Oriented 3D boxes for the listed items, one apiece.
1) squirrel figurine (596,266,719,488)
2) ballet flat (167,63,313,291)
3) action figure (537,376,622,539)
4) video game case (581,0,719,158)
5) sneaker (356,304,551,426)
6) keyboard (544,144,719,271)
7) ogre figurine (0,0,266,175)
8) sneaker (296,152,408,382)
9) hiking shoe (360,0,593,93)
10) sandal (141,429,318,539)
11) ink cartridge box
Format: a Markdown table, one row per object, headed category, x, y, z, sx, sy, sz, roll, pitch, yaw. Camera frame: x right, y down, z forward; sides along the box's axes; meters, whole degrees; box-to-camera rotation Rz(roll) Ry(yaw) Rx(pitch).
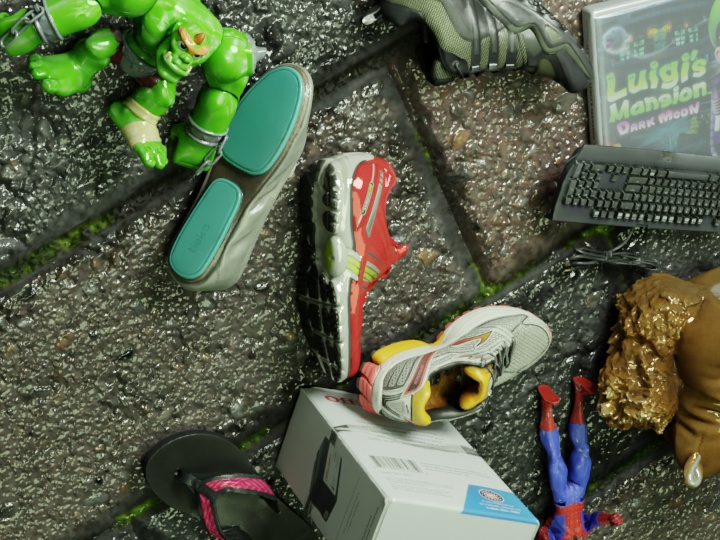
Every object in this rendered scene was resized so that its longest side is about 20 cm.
| category | x | y | z | sx | sy | sz | roll | pitch | yaw |
| --- | --- | --- | --- | --- | --- | --- | --- | --- | --- |
| squirrel figurine | 0.306 | 0.102 | 1.538 | 0.200 | 0.142 | 0.187 | 6 | 119 | -12 |
| ballet flat | -0.088 | -0.073 | 1.325 | 0.200 | 0.067 | 0.064 | -60 | 151 | 9 |
| action figure | 0.204 | 0.211 | 1.542 | 0.065 | 0.099 | 0.200 | -11 | 117 | -18 |
| video game case | 0.292 | -0.165 | 1.468 | 0.200 | 0.023 | 0.182 | -16 | 116 | -17 |
| sneaker | 0.095 | 0.091 | 1.437 | 0.200 | 0.082 | 0.078 | -22 | 121 | -35 |
| keyboard | 0.251 | -0.048 | 1.479 | 0.200 | 0.021 | 0.127 | 3 | 121 | -29 |
| ogre figurine | -0.161 | -0.161 | 1.236 | 0.200 | 0.098 | 0.120 | 40 | 110 | -16 |
| sneaker | 0.000 | 0.000 | 1.380 | 0.085 | 0.077 | 0.200 | -8 | 115 | -28 |
| hiking shoe | 0.096 | -0.188 | 1.353 | 0.200 | 0.076 | 0.101 | 31 | 105 | -21 |
| sandal | -0.104 | 0.204 | 1.431 | 0.075 | 0.045 | 0.200 | -47 | 121 | 0 |
| ink cartridge box | 0.034 | 0.186 | 1.395 | 0.145 | 0.200 | 0.084 | 12 | 107 | -27 |
